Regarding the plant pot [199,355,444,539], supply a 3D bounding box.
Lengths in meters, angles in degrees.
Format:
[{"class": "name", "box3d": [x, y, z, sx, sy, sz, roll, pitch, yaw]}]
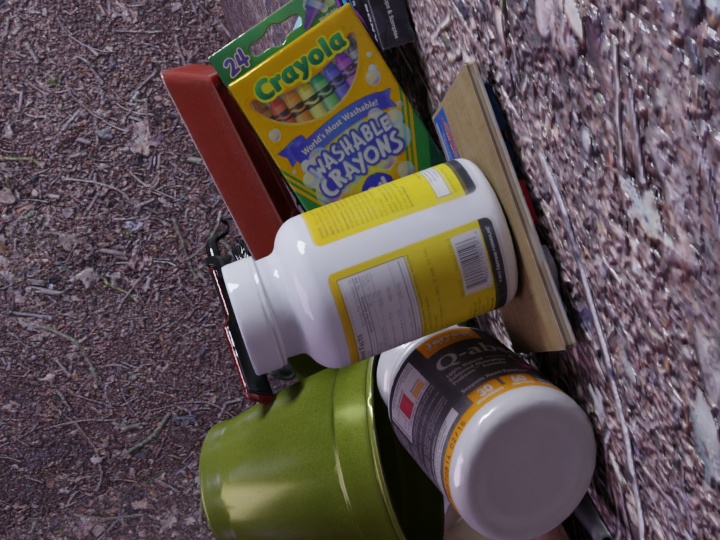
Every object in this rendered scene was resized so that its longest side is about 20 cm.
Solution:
[{"class": "plant pot", "box3d": [-0.041, 0.188, 0.946, 0.200, 0.189, 0.204, -15, -90, -75]}]

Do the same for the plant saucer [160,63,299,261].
[{"class": "plant saucer", "box3d": [-0.106, -0.099, 0.918, 0.200, 0.036, 0.203, -98, -17, -77]}]

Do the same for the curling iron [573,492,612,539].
[{"class": "curling iron", "box3d": [0.157, 0.158, 0.805, 0.200, 0.025, 0.050, -127, 13, -69]}]

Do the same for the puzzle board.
[{"class": "puzzle board", "box3d": [0.103, -0.039, 0.740, 0.151, 0.017, 0.204, 129, 123, -83]}]

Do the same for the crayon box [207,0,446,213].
[{"class": "crayon box", "box3d": [-0.026, -0.131, 0.860, 0.202, 0.125, 0.052, 57, 177, -8]}]

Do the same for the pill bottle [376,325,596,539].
[{"class": "pill bottle", "box3d": [0.087, 0.113, 0.787, 0.200, 0.115, 0.118, -139, 30, -65]}]

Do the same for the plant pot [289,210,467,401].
[{"class": "plant pot", "box3d": [0.000, 0.000, 1.047, 0.185, 0.196, 0.203, -99, -6, -61]}]

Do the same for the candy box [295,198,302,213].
[{"class": "candy box", "box3d": [-0.039, -0.112, 1.257, 0.201, 0.060, 0.139, 89, -171, -69]}]

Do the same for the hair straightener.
[{"class": "hair straightener", "box3d": [-0.100, 0.021, 0.948, 0.041, 0.077, 0.202, 19, -141, -42]}]

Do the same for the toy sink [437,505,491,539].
[{"class": "toy sink", "box3d": [0.115, 0.316, 1.054, 0.131, 0.111, 0.200, 52, 171, 5]}]

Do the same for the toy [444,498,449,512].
[{"class": "toy", "box3d": [0.098, 0.135, 1.058, 0.116, 0.046, 0.203, 98, 170, -51]}]

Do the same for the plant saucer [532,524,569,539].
[{"class": "plant saucer", "box3d": [0.146, 0.219, 0.889, 0.200, 0.036, 0.203, 90, 154, -87]}]

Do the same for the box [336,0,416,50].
[{"class": "box", "box3d": [-0.009, -0.273, 0.906, 0.200, 0.036, 0.145, -138, 29, -72]}]

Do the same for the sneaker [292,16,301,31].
[{"class": "sneaker", "box3d": [-0.039, -0.178, 0.991, 0.202, 0.077, 0.091, 104, 169, -51]}]

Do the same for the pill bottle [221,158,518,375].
[{"class": "pill bottle", "box3d": [0.005, 0.002, 0.727, 0.112, 0.197, 0.114, 161, 90, -84]}]
